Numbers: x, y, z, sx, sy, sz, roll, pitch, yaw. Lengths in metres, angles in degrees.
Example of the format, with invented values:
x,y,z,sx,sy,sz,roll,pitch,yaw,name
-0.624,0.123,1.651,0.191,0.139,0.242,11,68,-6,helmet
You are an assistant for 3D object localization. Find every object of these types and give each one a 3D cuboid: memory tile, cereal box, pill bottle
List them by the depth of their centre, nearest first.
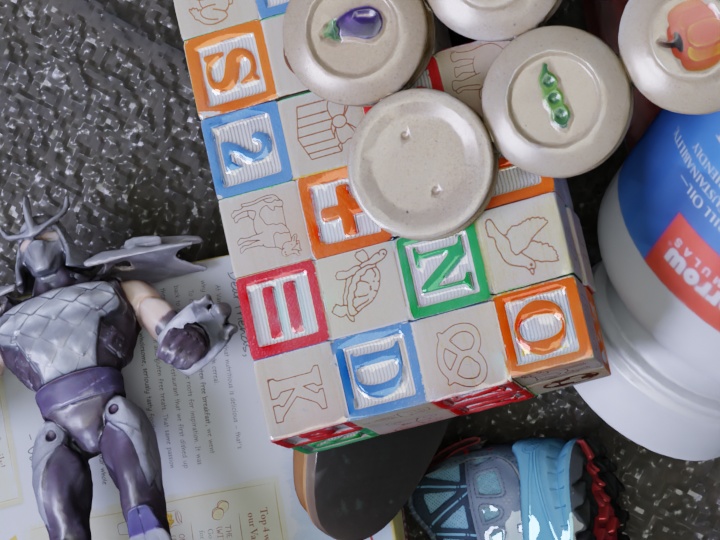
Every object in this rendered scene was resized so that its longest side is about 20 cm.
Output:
x,y,z,sx,sy,sz,roll,pitch,yaw,name
0.035,-0.124,0.918,0.152,0.017,0.201,-23,86,9,memory tile
0.152,-0.027,0.975,0.112,0.112,0.201,33,126,1,pill bottle
-0.086,0.075,1.077,0.198,0.040,0.145,-10,75,7,cereal box

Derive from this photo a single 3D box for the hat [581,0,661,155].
x,y,z,sx,sy,sz,roll,pitch,yaw,name
0.051,-0.125,1.037,0.201,0.165,0.177,57,136,32,hat

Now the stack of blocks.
x,y,z,sx,sy,sz,roll,pitch,yaw,name
0.007,-0.048,0.965,0.114,0.059,0.202,-15,79,9,stack of blocks

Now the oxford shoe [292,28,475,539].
x,y,z,sx,sy,sz,roll,pitch,yaw,name
0.000,0.000,1.037,0.071,0.071,0.202,2,80,44,oxford shoe

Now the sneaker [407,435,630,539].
x,y,z,sx,sy,sz,roll,pitch,yaw,name
0.055,0.163,1.087,0.095,0.079,0.202,2,93,23,sneaker

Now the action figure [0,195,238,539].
x,y,z,sx,sy,sz,roll,pitch,yaw,name
-0.099,0.061,1.027,0.129,0.069,0.201,-21,69,14,action figure
